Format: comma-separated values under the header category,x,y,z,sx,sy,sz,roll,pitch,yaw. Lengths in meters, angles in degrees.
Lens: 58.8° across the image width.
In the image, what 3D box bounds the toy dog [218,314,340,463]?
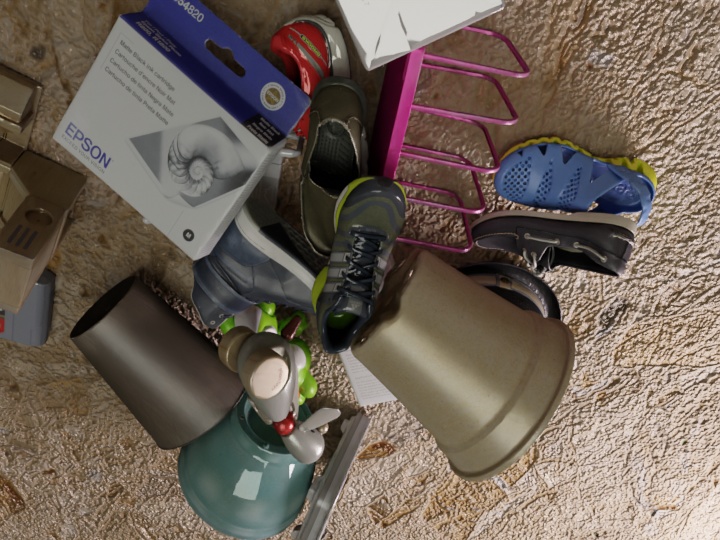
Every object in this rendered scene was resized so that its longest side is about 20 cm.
category,x,y,z,sx,sy,sz,roll,pitch,yaw
toy dog,-0.080,0.128,0.735,0.096,0.132,0.202,-39,148,-17

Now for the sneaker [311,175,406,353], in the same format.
category,x,y,z,sx,sy,sz,roll,pitch,yaw
sneaker,0.000,0.000,0.624,0.072,0.082,0.203,7,130,-12

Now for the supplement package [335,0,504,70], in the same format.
category,x,y,z,sx,sy,sz,roll,pitch,yaw
supplement package,0.037,-0.277,0.534,0.117,0.202,0.123,-20,122,16

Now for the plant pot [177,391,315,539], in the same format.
category,x,y,z,sx,sy,sz,roll,pitch,yaw
plant pot,-0.141,0.246,0.897,0.196,0.202,0.136,24,122,-14

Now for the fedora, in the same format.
category,x,y,z,sx,sy,sz,roll,pitch,yaw
fedora,0.174,0.088,0.840,0.195,0.093,0.205,1,125,2

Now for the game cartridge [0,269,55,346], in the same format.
category,x,y,z,sx,sy,sz,roll,pitch,yaw
game cartridge,-0.518,0.021,0.862,0.195,0.041,0.135,18,119,-10

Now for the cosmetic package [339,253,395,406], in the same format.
category,x,y,z,sx,sy,sz,roll,pitch,yaw
cosmetic package,0.018,0.079,0.855,0.099,0.072,0.204,-12,123,11

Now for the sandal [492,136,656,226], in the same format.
category,x,y,z,sx,sy,sz,roll,pitch,yaw
sandal,0.247,-0.094,0.720,0.194,0.088,0.081,6,127,1

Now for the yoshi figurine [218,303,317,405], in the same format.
category,x,y,z,sx,sy,sz,roll,pitch,yaw
yoshi figurine,-0.126,0.086,0.860,0.111,0.112,0.203,-16,113,41

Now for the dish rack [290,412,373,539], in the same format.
category,x,y,z,sx,sy,sz,roll,pitch,yaw
dish rack,-0.045,0.317,0.952,0.043,0.201,0.175,24,124,7

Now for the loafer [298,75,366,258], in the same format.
category,x,y,z,sx,sy,sz,roll,pitch,yaw
loafer,-0.033,-0.088,0.646,0.073,0.070,0.204,5,129,4

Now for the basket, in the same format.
category,x,y,z,sx,sy,sz,roll,pitch,yaw
basket,-0.277,0.119,0.862,0.177,0.137,0.201,-24,117,26

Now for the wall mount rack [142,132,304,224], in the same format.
category,x,y,z,sx,sy,sz,roll,pitch,yaw
wall mount rack,-0.156,-0.108,0.734,0.169,0.075,0.204,11,123,-4

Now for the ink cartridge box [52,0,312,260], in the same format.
category,x,y,z,sx,sy,sz,roll,pitch,yaw
ink cartridge box,-0.180,-0.150,0.636,0.198,0.041,0.201,39,106,0

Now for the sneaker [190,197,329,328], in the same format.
category,x,y,z,sx,sy,sz,roll,pitch,yaw
sneaker,-0.101,0.028,0.742,0.146,0.078,0.202,-40,115,22

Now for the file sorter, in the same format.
category,x,y,z,sx,sy,sz,roll,pitch,yaw
file sorter,0.081,-0.142,0.665,0.122,0.140,0.204,8,125,-7

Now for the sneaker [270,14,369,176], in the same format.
category,x,y,z,sx,sy,sz,roll,pitch,yaw
sneaker,-0.048,-0.161,0.681,0.083,0.077,0.204,-24,115,-20

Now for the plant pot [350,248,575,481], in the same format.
category,x,y,z,sx,sy,sz,roll,pitch,yaw
plant pot,0.093,0.083,0.684,0.182,0.202,0.201,37,119,-8

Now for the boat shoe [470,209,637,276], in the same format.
category,x,y,z,sx,sy,sz,roll,pitch,yaw
boat shoe,0.209,-0.028,0.729,0.196,0.064,0.072,3,165,39

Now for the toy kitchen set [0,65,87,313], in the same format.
category,x,y,z,sx,sy,sz,roll,pitch,yaw
toy kitchen set,-0.413,-0.105,0.682,0.196,0.182,0.165,24,122,-19
